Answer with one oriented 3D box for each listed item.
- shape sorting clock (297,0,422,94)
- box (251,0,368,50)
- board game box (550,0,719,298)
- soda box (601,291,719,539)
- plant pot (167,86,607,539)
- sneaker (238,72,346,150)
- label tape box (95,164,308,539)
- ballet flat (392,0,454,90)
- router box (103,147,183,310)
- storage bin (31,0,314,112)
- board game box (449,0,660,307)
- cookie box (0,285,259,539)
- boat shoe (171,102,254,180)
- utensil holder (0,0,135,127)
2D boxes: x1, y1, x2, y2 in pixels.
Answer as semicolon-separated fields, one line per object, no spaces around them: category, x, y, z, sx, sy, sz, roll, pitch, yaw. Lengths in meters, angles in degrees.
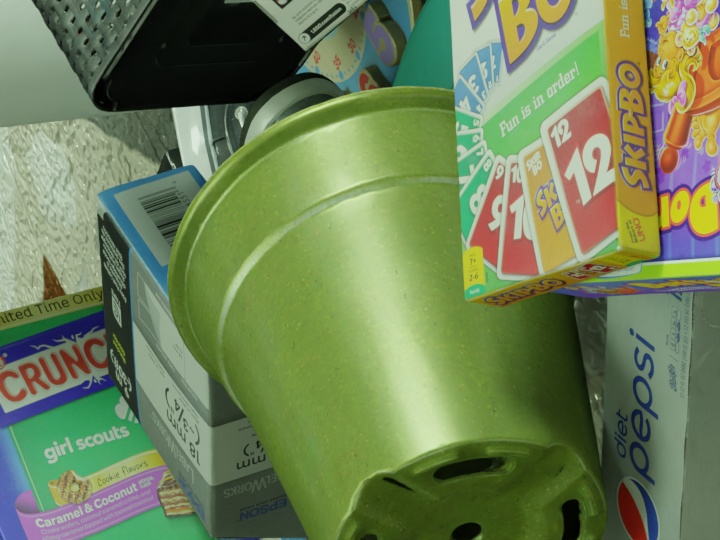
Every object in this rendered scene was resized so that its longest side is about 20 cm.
shape sorting clock;-0.025;-0.151;1.429;0.200;0.039;0.201;43;141;48
box;0.008;-0.192;1.163;0.110;0.035;0.200;42;123;-19
board game box;0.143;-0.061;1.037;0.200;0.045;0.135;-5;80;54
soda box;0.148;0.066;1.163;0.063;0.068;0.201;40;140;50
plant pot;0.026;0.054;1.196;0.190;0.199;0.201;-108;18;-48
sneaker;0.000;0.000;1.385;0.121;0.083;0.200;50;165;37
label tape box;-0.084;0.067;1.460;0.144;0.063;0.201;52;152;42
ballet flat;0.038;-0.055;1.308;0.071;0.070;0.201;37;107;52
router box;-0.088;0.035;1.652;0.158;0.052;0.200;64;153;20
storage bin;-0.063;-0.178;1.312;0.094;0.135;0.200;56;130;24
board game box;0.074;-0.094;1.079;0.095;0.030;0.201;-20;66;51
cookie box;-0.183;0.120;1.764;0.201;0.170;0.075;65;151;18
boat shoe;-0.070;-0.074;1.537;0.072;0.067;0.201;92;167;-82
utensil holder;-0.222;-0.165;1.594;0.170;0.199;0.171;175;90;-82
